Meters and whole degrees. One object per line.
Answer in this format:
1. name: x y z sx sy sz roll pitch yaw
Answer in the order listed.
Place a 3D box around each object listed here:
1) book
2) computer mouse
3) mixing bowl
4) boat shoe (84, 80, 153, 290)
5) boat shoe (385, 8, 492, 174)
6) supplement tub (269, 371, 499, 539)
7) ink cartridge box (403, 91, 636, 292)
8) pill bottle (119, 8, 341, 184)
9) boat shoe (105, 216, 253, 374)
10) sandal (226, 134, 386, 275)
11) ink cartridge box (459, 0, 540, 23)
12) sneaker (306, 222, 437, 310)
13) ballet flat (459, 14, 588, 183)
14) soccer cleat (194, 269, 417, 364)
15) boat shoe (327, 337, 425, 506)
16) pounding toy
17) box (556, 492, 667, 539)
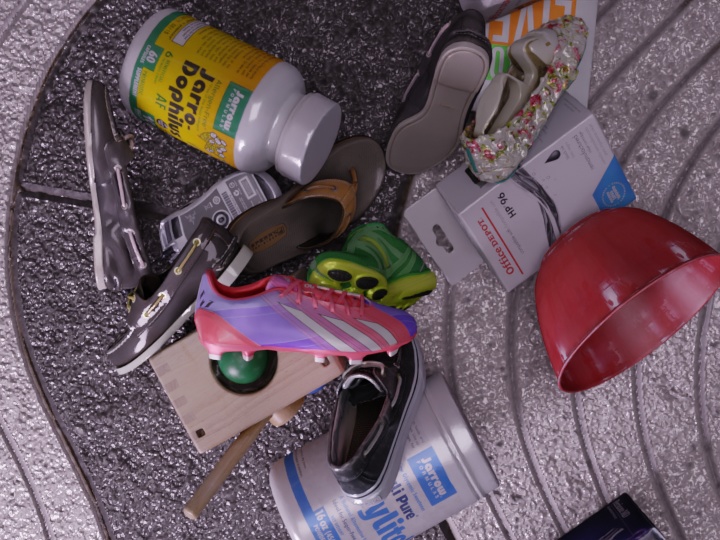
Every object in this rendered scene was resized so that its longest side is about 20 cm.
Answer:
1. book: 0.169 -0.253 1.227 0.131 0.048 0.204 5 90 -2
2. computer mouse: -0.162 -0.032 1.243 0.198 0.044 0.111 -28 87 8
3. mixing bowl: 0.242 0.012 1.178 0.199 0.200 0.109 -35 66 2
4. boat shoe: -0.233 -0.082 1.187 0.056 0.067 0.204 -4 104 -10
5. boat shoe: 0.078 -0.168 1.181 0.066 0.201 0.058 17 55 -10
6. supplement tub: 0.022 0.202 1.205 0.198 0.132 0.133 -30 92 3
7. ink cartridge box: 0.155 -0.064 1.197 0.199 0.068 0.116 -36 124 3
8. pill bottle: -0.123 -0.162 1.181 0.198 0.113 0.114 27 93 12
9. boat shoe: -0.185 0.024 1.171 0.061 0.072 0.201 43 119 -12
10. sandal: -0.046 -0.060 1.200 0.199 0.054 0.083 -32 117 -26
11. ink cartridge box: 0.172 -0.338 1.133 0.197 0.147 0.147 -22 90 -3
12. sneaker: 0.000 0.000 1.175 0.074 0.199 0.084 -39 72 21
13. ballet flat: 0.153 -0.173 1.146 0.064 0.075 0.202 44 65 -36
14. soccer cleat: -0.046 0.037 1.070 0.196 0.067 0.078 -1 104 -7
15. boat shoe: 0.014 0.116 1.139 0.071 0.202 0.071 -10 136 22
16. pounding toy: -0.105 0.108 1.168 0.182 0.200 0.144 -29 92 3
17. box: 0.222 0.328 1.200 0.199 0.148 0.105 -36 91 1
